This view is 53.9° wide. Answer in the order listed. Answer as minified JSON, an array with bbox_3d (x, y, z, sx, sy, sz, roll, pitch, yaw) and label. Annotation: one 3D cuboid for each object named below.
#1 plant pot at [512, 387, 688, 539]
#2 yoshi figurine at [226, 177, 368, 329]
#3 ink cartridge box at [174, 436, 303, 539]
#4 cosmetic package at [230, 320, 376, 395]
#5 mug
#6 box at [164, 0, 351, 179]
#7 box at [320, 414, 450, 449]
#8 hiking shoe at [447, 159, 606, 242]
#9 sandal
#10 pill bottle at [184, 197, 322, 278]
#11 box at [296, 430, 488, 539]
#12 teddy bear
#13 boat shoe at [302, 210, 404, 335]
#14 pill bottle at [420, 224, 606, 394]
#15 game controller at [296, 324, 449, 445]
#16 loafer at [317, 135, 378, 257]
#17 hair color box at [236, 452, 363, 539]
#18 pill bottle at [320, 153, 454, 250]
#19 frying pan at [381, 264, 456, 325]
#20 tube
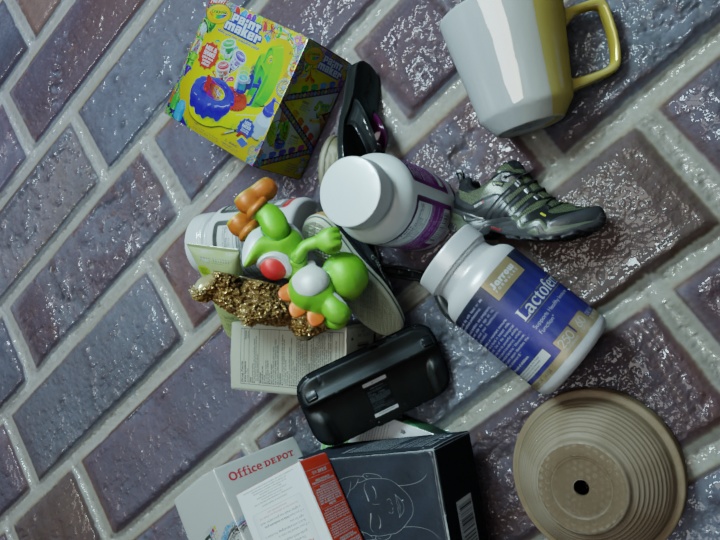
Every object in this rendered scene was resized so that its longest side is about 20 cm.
[{"bbox_3d":[0.264,0.241,0.813,0.200,0.093,0.202,-1,88,29],"label":"plant pot"},{"bbox_3d":[-0.066,-0.021,0.878,0.112,0.112,0.200,-43,81,13],"label":"yoshi figurine"},{"bbox_3d":[-0.139,0.367,0.992,0.145,0.147,0.201,-42,68,40],"label":"ink cartridge box"},{"bbox_3d":[-0.083,0.124,1.021,0.199,0.087,0.104,1,90,29],"label":"cosmetic package"},{"bbox_3d":[0.201,-0.251,0.846,0.186,0.149,0.154,-15,88,35],"label":"mug"},{"bbox_3d":[-0.155,-0.272,1.061,0.200,0.122,0.193,32,102,27],"label":"box"},{"bbox_3d":[0.034,0.268,0.978,0.199,0.036,0.145,15,96,28],"label":"box"},{"bbox_3d":[0.201,-0.087,0.873,0.199,0.076,0.101,4,93,31],"label":"hiking shoe"},{"bbox_3d":[0.007,-0.200,0.970,0.048,0.075,0.202,-11,70,38],"label":"sandal"},{"bbox_3d":[-0.154,-0.044,1.054,0.199,0.114,0.115,-2,87,30],"label":"pill bottle"},{"bbox_3d":[0.044,0.316,0.879,0.196,0.124,0.201,-13,83,28],"label":"box"},{"bbox_3d":[-0.128,0.047,0.935,0.145,0.199,0.067,-167,91,-72],"label":"teddy bear"},{"bbox_3d":[0.000,0.000,0.942,0.074,0.062,0.200,-24,108,40],"label":"boat shoe"},{"bbox_3d":[0.176,0.042,0.839,0.200,0.116,0.116,39,107,13],"label":"pill bottle"},{"bbox_3d":[0.019,0.151,0.927,0.199,0.042,0.105,-24,108,-8],"label":"game controller"},{"bbox_3d":[-0.011,-0.092,1.000,0.067,0.076,0.201,-5,98,22],"label":"loafer"},{"bbox_3d":[-0.055,0.333,0.833,0.111,0.064,0.201,-33,72,25],"label":"hair color box"},{"bbox_3d":[0.035,-0.086,0.896,0.112,0.200,0.113,-2,86,30],"label":"pill bottle"},{"bbox_3d":[0.118,0.001,0.946,0.190,0.031,0.115,35,104,24],"label":"frying pan"},{"bbox_3d":[-0.196,0.029,1.037,0.058,0.200,0.052,-25,54,-16],"label":"tube"}]
